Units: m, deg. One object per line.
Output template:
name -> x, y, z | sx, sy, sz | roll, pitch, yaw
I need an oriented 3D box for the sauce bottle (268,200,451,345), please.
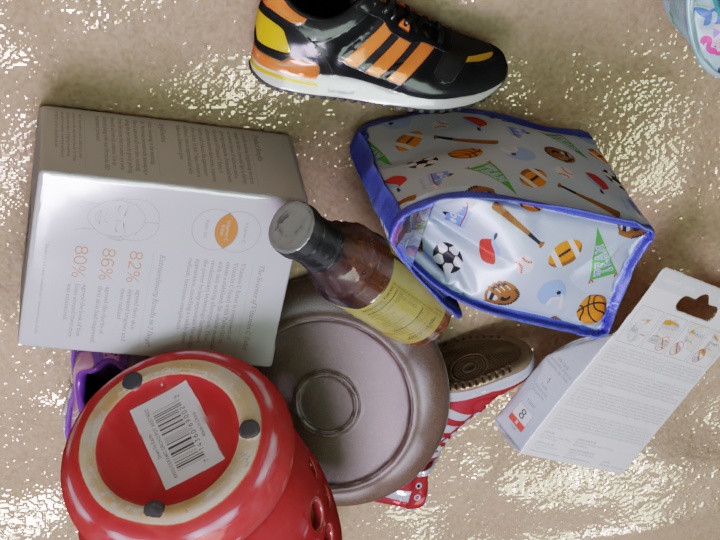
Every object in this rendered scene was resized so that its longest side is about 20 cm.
sauce bottle -> 0.000, 0.000, 1.275 | 0.066, 0.066, 0.200 | -38, 143, 13

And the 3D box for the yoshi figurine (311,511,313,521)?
yoshi figurine -> -0.130, 0.245, 1.492 | 0.198, 0.114, 0.112 | -2, 164, -26

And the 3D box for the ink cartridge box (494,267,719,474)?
ink cartridge box -> 0.225, 0.078, 1.437 | 0.161, 0.050, 0.201 | 16, 113, -47

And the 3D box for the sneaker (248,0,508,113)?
sneaker -> 0.019, -0.175, 1.251 | 0.197, 0.070, 0.091 | 3, 125, -10

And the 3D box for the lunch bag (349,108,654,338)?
lunch bag -> 0.095, -0.044, 1.292 | 0.198, 0.170, 0.125 | 12, 114, -19

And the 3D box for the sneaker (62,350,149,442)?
sneaker -> -0.204, 0.119, 1.385 | 0.079, 0.089, 0.202 | -4, 124, -10

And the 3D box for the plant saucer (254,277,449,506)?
plant saucer -> -0.026, 0.106, 1.398 | 0.197, 0.032, 0.203 | 3, 105, 9

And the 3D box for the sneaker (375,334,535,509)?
sneaker -> 0.068, 0.133, 1.456 | 0.198, 0.072, 0.113 | -20, 120, 11

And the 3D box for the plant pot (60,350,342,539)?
plant pot -> -0.126, 0.176, 1.280 | 0.198, 0.202, 0.183 | -18, 142, 1

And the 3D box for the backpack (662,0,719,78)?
backpack -> 0.307, -0.236, 1.230 | 0.175, 0.151, 0.202 | -10, 128, -6

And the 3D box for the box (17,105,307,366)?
box -> -0.154, -0.025, 1.291 | 0.197, 0.107, 0.154 | 6, 120, -14
